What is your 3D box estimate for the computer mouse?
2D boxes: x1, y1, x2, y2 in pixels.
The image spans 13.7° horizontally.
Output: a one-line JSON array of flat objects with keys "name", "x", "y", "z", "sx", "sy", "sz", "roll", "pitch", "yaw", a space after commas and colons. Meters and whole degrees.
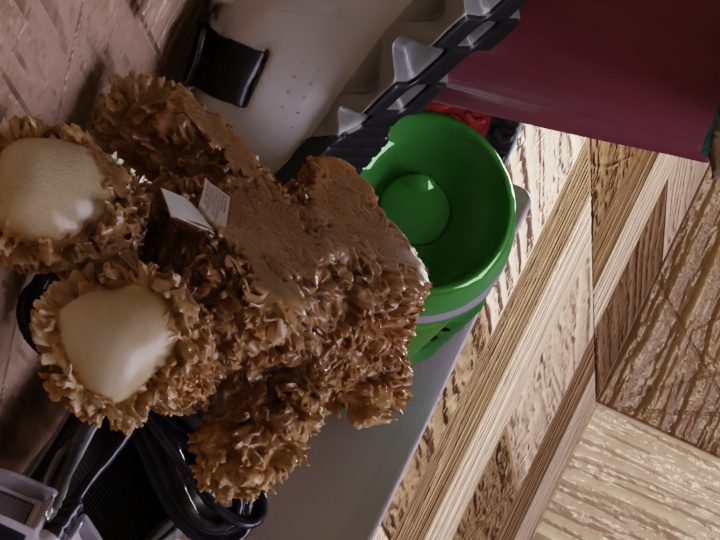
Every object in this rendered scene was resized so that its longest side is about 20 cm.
[{"name": "computer mouse", "x": -0.121, "y": 0.103, "z": 0.964, "sx": 0.200, "sy": 0.110, "sz": 0.044, "roll": -50, "pitch": -168, "yaw": -18}]

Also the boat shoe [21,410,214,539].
[{"name": "boat shoe", "x": -0.068, "y": 0.060, "z": 1.070, "sx": 0.071, "sy": 0.072, "sz": 0.200, "roll": -21, "pitch": -153, "yaw": 47}]

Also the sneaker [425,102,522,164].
[{"name": "sneaker", "x": 0.071, "y": -0.134, "z": 1.439, "sx": 0.200, "sy": 0.079, "sz": 0.096, "roll": -60, "pitch": -179, "yaw": 15}]

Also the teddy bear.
[{"name": "teddy bear", "x": -0.054, "y": 0.007, "z": 0.940, "sx": 0.067, "sy": 0.145, "sz": 0.200, "roll": -41, "pitch": 176, "yaw": 23}]

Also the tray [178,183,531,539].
[{"name": "tray", "x": -0.005, "y": 0.042, "z": 1.311, "sx": 0.022, "sy": 0.107, "sz": 0.200, "roll": 36, "pitch": 78, "yaw": -57}]

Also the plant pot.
[{"name": "plant pot", "x": 0.080, "y": -0.134, "z": 1.142, "sx": 0.200, "sy": 0.179, "sz": 0.200, "roll": -62, "pitch": 170, "yaw": -19}]

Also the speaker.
[{"name": "speaker", "x": 0.000, "y": 0.000, "z": 1.193, "sx": 0.089, "sy": 0.088, "sz": 0.200, "roll": -62, "pitch": -175, "yaw": -20}]

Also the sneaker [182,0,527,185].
[{"name": "sneaker", "x": -0.028, "y": -0.073, "z": 1.052, "sx": 0.200, "sy": 0.089, "sz": 0.074, "roll": -42, "pitch": 169, "yaw": 12}]

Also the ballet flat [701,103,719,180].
[{"name": "ballet flat", "x": 0.186, "y": -0.090, "z": 1.096, "sx": 0.200, "sy": 0.072, "sz": 0.072, "roll": -52, "pitch": 164, "yaw": -49}]
